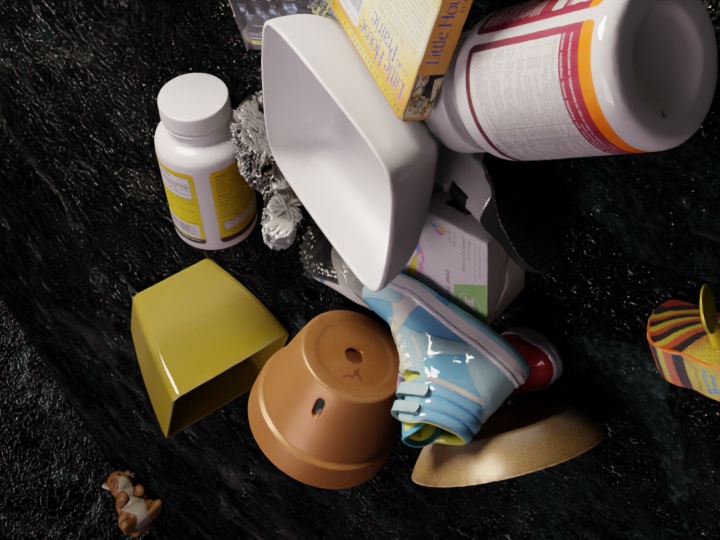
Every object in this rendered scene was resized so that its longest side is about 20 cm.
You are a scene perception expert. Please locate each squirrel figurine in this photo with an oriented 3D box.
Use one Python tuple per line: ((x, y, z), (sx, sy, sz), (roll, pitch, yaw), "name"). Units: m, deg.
((-0.723, 0.721, 2.948), (0.187, 0.141, 0.201), (46, 150, 21), "squirrel figurine")

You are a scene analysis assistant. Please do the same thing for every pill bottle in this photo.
((0.134, -0.133, 0.657), (0.199, 0.109, 0.111), (6, 130, 58), "pill bottle")
((-0.186, -0.130, 1.136), (0.111, 0.111, 0.202), (35, 149, 26), "pill bottle")

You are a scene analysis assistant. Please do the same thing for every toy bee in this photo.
((0.281, 0.069, 0.693), (0.132, 0.108, 0.199), (54, 152, -5), "toy bee")

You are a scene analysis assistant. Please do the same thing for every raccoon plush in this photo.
((-0.102, -0.092, 1.003), (0.095, 0.203, 0.134), (14, 152, -5), "raccoon plush")

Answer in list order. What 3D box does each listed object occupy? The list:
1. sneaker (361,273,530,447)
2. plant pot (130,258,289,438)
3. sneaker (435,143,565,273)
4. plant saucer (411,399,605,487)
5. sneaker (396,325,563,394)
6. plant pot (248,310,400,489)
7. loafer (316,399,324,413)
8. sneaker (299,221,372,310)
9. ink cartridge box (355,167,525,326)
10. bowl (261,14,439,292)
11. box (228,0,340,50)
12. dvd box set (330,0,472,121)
((0.050, 0.089, 0.909), (0.199, 0.131, 0.080), (32, 169, 35), "sneaker")
((-0.250, 0.106, 1.450), (0.178, 0.198, 0.200), (55, 154, 13), "plant pot")
((0.102, -0.085, 0.813), (0.202, 0.073, 0.088), (61, 152, 1), "sneaker")
((0.142, 0.166, 0.945), (0.199, 0.197, 0.036), (-14, 90, 60), "plant saucer")
((0.114, 0.114, 0.982), (0.199, 0.111, 0.072), (-15, 101, 60), "sneaker")
((-0.028, 0.146, 1.177), (0.200, 0.199, 0.141), (41, 134, 15), "plant pot")
((-0.015, 0.205, 1.356), (0.063, 0.072, 0.199), (41, 166, -30), "loafer")
((0.000, 0.000, 1.073), (0.199, 0.073, 0.072), (32, 179, 45), "sneaker")
((0.062, -0.047, 0.916), (0.199, 0.067, 0.118), (32, 148, 31), "ink cartridge box")
((-0.005, -0.105, 0.803), (0.201, 0.074, 0.201), (52, 159, 22), "bowl")
((-0.058, -0.274, 0.841), (0.198, 0.049, 0.163), (18, 136, 46), "box")
((0.038, -0.230, 0.664), (0.148, 0.029, 0.202), (63, 148, 35), "dvd box set")
